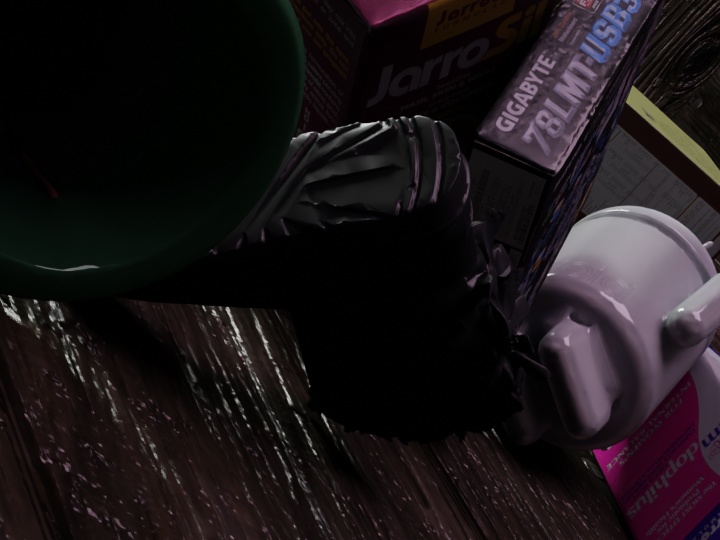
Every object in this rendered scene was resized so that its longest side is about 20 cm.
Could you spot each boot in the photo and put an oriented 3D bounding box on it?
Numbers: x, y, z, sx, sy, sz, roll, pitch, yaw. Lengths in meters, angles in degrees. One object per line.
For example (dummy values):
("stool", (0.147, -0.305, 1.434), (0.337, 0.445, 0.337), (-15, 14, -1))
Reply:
("boot", (-0.023, 0.012, 0.889), (0.163, 0.197, 0.074), (69, 18, -51))

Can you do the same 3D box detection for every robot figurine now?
("robot figurine", (0.148, 0.032, 1.226), (0.200, 0.169, 0.114), (-39, 116, -51))

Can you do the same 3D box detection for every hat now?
("hat", (-0.141, -0.108, 0.797), (0.200, 0.166, 0.176), (38, 9, -45))

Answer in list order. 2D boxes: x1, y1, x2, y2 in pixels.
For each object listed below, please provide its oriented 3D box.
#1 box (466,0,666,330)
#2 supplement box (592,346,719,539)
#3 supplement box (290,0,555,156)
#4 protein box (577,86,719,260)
("box", (0.093, -0.050, 1.061), (0.049, 0.199, 0.200), (26, 49, 8))
("supplement box", (0.225, 0.140, 1.230), (0.103, 0.101, 0.200), (38, 13, -21))
("supplement box", (0.014, -0.113, 1.052), (0.103, 0.130, 0.201), (53, -27, 25))
("protein box", (0.263, -0.101, 2.069), (0.200, 0.135, 0.199), (39, 14, -20))
